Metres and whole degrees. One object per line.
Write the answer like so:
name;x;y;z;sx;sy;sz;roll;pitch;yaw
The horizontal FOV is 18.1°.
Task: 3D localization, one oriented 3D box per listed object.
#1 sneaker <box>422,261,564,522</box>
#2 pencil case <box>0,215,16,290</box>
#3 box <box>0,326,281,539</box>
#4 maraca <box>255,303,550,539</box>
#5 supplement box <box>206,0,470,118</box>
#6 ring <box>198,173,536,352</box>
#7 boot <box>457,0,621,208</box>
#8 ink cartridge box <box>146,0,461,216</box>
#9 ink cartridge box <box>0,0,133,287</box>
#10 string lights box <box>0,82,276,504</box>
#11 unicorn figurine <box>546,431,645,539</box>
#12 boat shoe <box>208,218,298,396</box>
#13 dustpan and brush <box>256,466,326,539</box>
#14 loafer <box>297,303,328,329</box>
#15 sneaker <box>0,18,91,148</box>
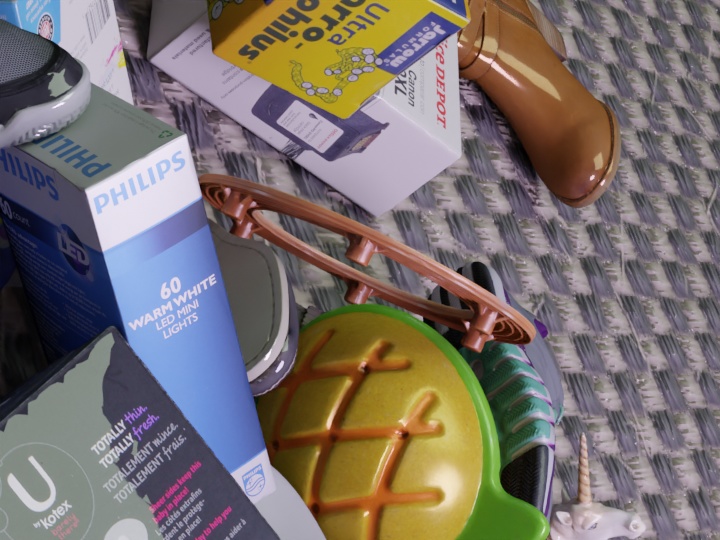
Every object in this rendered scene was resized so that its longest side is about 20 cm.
sneaker;0.094;0.087;1.279;0.087;0.074;0.201;32;38;-37
pencil case;-0.220;0.017;1.017;0.087;0.078;0.200;55;30;-15
box;-0.109;0.148;0.998;0.200;0.106;0.122;53;48;-6
maraca;0.018;0.110;1.198;0.200;0.137;0.107;56;20;22
supplement box;-0.023;-0.210;1.314;0.109;0.109;0.201;23;45;-38
ring;0.000;0.000;1.206;0.200;0.200;0.019;30;82;-37
boot;0.104;-0.145;1.619;0.155;0.077;0.201;28;38;-41
ink cartridge box;-0.031;-0.149;1.428;0.200;0.084;0.145;34;39;-32
ink cartridge box;-0.163;-0.070;1.137;0.115;0.067;0.201;-66;153;-55
string lights box;-0.109;0.019;1.050;0.059;0.103;0.201;-30;127;-26
unicorn figurine;0.170;0.176;1.276;0.137;0.074;0.200;27;-12;13
boat shoe;-0.061;0.026;1.174;0.063;0.073;0.200;47;-2;-24
dustpan and brush;-0.081;0.114;1.157;0.139;0.057;0.201;9;60;-36
loafer;0.010;0.073;1.301;0.200;0.063;0.072;44;34;-20
sneaker;-0.211;-0.126;0.978;0.199;0.114;0.076;15;39;3
